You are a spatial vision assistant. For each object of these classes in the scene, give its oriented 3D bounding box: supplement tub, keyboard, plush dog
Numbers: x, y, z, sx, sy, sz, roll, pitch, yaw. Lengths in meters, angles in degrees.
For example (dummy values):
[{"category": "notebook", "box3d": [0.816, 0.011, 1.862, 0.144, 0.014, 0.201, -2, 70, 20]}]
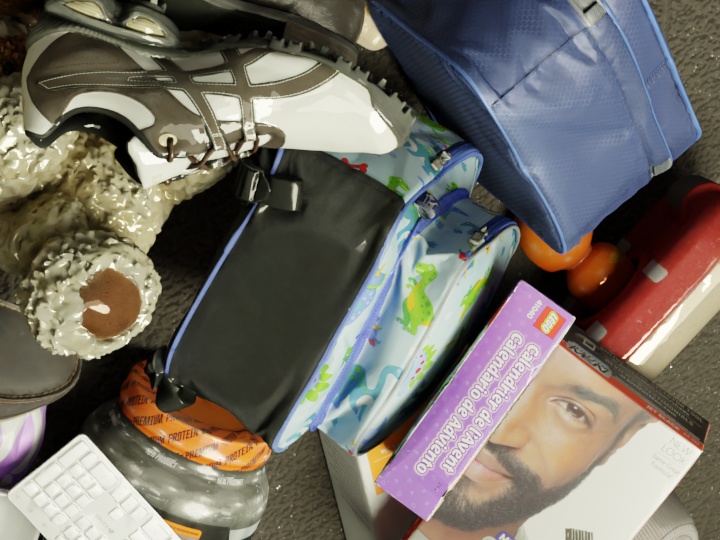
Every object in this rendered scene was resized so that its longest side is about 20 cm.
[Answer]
[{"category": "supplement tub", "box3d": [-0.133, 0.163, 1.326, 0.122, 0.123, 0.200, 15, 110, -35]}, {"category": "keyboard", "box3d": [-0.119, 0.179, 1.263, 0.056, 0.011, 0.200, -36, 114, 6]}, {"category": "plush dog", "box3d": [-0.178, -0.067, 1.176, 0.172, 0.160, 0.200, 42, 64, -26]}]

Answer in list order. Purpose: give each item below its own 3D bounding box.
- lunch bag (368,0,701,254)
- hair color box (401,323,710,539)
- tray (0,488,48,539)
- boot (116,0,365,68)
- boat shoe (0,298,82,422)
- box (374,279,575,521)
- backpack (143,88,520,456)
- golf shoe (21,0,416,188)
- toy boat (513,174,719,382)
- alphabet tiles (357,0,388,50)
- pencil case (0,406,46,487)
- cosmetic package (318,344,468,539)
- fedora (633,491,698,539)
[{"category": "lunch bag", "box3d": [0.114, -0.118, 1.283, 0.132, 0.136, 0.200, -40, 138, -5]}, {"category": "hair color box", "box3d": [0.110, 0.145, 1.348, 0.111, 0.064, 0.200, 36, 107, 3]}, {"category": "tray", "box3d": [-0.286, 0.145, 1.254, 0.200, 0.022, 0.107, 9, 134, -16]}, {"category": "boot", "box3d": [-0.052, -0.202, 1.147, 0.200, 0.069, 0.174, 27, 72, -34]}, {"category": "boat shoe", "box3d": [-0.228, 0.040, 1.157, 0.200, 0.073, 0.075, 8, 76, -38]}, {"category": "box", "box3d": [0.067, 0.071, 1.265, 0.039, 0.200, 0.137, 35, 92, 3]}, {"category": "backpack", "box3d": [0.000, 0.000, 1.246, 0.147, 0.200, 0.183, 31, 117, 6]}, {"category": "golf shoe", "box3d": [-0.075, -0.076, 1.107, 0.200, 0.078, 0.095, 15, 72, 0]}, {"category": "toy boat", "box3d": [0.150, 0.003, 1.412, 0.131, 0.131, 0.200, 43, 92, -9]}, {"category": "alphabet tiles", "box3d": [-0.035, -0.202, 1.232, 0.200, 0.015, 0.196, 25, 104, -38]}, {"category": "pencil case", "box3d": [-0.273, 0.070, 1.218, 0.200, 0.084, 0.085, 17, 136, -35]}, {"category": "cosmetic package", "box3d": [0.039, 0.139, 1.443, 0.101, 0.071, 0.200, -25, 128, -15]}, {"category": "fedora", "box3d": [0.163, 0.197, 1.447, 0.177, 0.090, 0.200, -5, 126, -49]}]
